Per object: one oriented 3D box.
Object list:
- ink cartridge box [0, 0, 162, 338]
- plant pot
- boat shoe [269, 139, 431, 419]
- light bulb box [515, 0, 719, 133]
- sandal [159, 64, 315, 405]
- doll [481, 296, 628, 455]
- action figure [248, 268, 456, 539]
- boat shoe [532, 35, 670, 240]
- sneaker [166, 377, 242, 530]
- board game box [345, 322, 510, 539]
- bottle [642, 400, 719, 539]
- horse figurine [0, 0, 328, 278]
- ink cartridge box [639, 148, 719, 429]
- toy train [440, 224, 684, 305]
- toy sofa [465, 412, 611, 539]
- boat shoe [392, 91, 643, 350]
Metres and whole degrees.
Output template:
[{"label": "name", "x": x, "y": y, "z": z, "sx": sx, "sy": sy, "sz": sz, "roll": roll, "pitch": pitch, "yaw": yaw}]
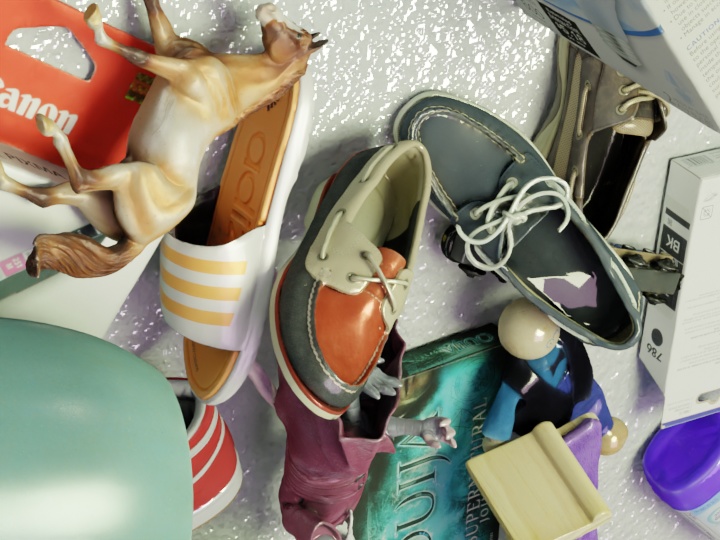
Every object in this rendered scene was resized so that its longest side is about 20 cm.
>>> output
[{"label": "ink cartridge box", "x": -0.185, "y": -0.057, "z": 1.172, "sx": 0.200, "sy": 0.044, "sz": 0.174, "roll": 22, "pitch": 104, "yaw": -43}, {"label": "plant pot", "x": -0.181, "y": 0.116, "z": 1.156, "sx": 0.160, "sy": 0.201, "sz": 0.201, "roll": -2, "pitch": 119, "yaw": -23}, {"label": "boat shoe", "x": 0.000, "y": 0.000, "z": 1.245, "sx": 0.062, "sy": 0.200, "sz": 0.071, "roll": -28, "pitch": 119, "yaw": 30}, {"label": "light bulb box", "x": 0.144, "y": -0.211, "z": 1.207, "sx": 0.125, "sy": 0.198, "sz": 0.200, "roll": -46, "pitch": 133, "yaw": -4}, {"label": "sandal", "x": -0.083, "y": -0.028, "z": 1.247, "sx": 0.059, "sy": 0.079, "sz": 0.207, "roll": 8, "pitch": 101, "yaw": -32}, {"label": "doll", "x": 0.128, "y": 0.074, "z": 1.458, "sx": 0.137, "sy": 0.048, "sz": 0.200, "roll": -55, "pitch": 148, "yaw": -16}, {"label": "action figure", "x": -0.026, "y": 0.113, "z": 1.329, "sx": 0.134, "sy": 0.148, "sz": 0.200, "roll": -62, "pitch": 168, "yaw": -45}, {"label": "boat shoe", "x": 0.163, "y": -0.106, "z": 1.374, "sx": 0.074, "sy": 0.073, "sz": 0.201, "roll": -4, "pitch": 120, "yaw": -35}, {"label": "sneaker", "x": -0.159, "y": 0.138, "z": 1.283, "sx": 0.200, "sy": 0.071, "sz": 0.113, "roll": -38, "pitch": 148, "yaw": -21}, {"label": "board game box", "x": 0.036, "y": 0.142, "z": 1.471, "sx": 0.135, "sy": 0.028, "sz": 0.201, "roll": -18, "pitch": 127, "yaw": -28}, {"label": "bottle", "x": 0.288, "y": 0.170, "z": 1.649, "sx": 0.084, "sy": 0.065, "sz": 0.200, "roll": -46, "pitch": 135, "yaw": 4}, {"label": "horse figurine", "x": -0.116, "y": -0.074, "z": 1.170, "sx": 0.132, "sy": 0.050, "sz": 0.201, "roll": 35, "pitch": 76, "yaw": -36}, {"label": "ink cartridge box", "x": 0.250, "y": 0.009, "z": 1.537, "sx": 0.099, "sy": 0.039, "sz": 0.201, "roll": -13, "pitch": 123, "yaw": -30}, {"label": "toy train", "x": 0.133, "y": -0.006, "z": 1.437, "sx": 0.199, "sy": 0.046, "sz": 0.034, "roll": 8, "pitch": 105, "yaw": -36}, {"label": "toy sofa", "x": 0.134, "y": 0.191, "z": 1.470, "sx": 0.097, "sy": 0.083, "sz": 0.200, "roll": -21, "pitch": 142, "yaw": -12}, {"label": "boat shoe", "x": 0.098, "y": -0.027, "z": 1.334, "sx": 0.075, "sy": 0.062, "sz": 0.200, "roll": -39, "pitch": 105, "yaw": 6}]
